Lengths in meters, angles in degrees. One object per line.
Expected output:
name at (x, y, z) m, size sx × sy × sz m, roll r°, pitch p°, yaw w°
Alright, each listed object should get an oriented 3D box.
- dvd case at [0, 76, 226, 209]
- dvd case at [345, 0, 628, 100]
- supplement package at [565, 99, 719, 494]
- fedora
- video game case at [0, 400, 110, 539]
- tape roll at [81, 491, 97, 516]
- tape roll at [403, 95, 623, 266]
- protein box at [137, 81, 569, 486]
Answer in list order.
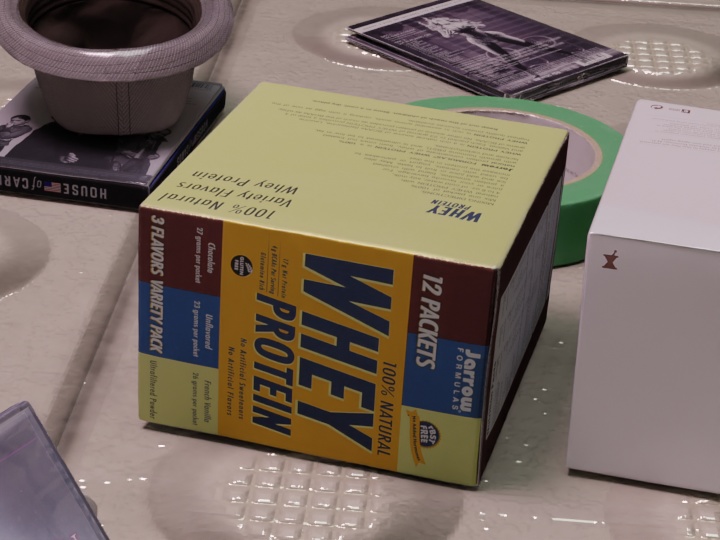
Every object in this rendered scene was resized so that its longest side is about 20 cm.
dvd case at (-0.198, -0.103, 1.336) m, size 0.150 × 0.025 × 0.200 m, roll 8°, pitch 27°, yaw 9°
dvd case at (0.108, -0.193, 1.550) m, size 0.149 × 0.016 × 0.200 m, roll -22°, pitch 37°, yaw -38°
supplement package at (0.227, 0.016, 1.005) m, size 0.191 × 0.147 × 0.200 m, roll 9°, pitch 28°, yaw 13°
fedora at (-0.183, -0.162, 1.326) m, size 0.177 × 0.090 × 0.200 m, roll -8°, pitch 35°, yaw -16°
video game case at (-0.124, 0.165, 0.658) m, size 0.019 × 0.200 × 0.143 m, roll -25°, pitch 6°, yaw 40°
tape roll at (-0.213, 0.110, 0.762) m, size 0.202 × 0.037 × 0.203 m, roll 2°, pitch -18°, yaw 1°
tape roll at (0.094, -0.066, 1.266) m, size 0.200 × 0.048 × 0.201 m, roll 2°, pitch 27°, yaw -1°
protein box at (0.000, 0.000, 1.029) m, size 0.198 × 0.135 × 0.200 m, roll 10°, pitch 27°, yaw 13°
